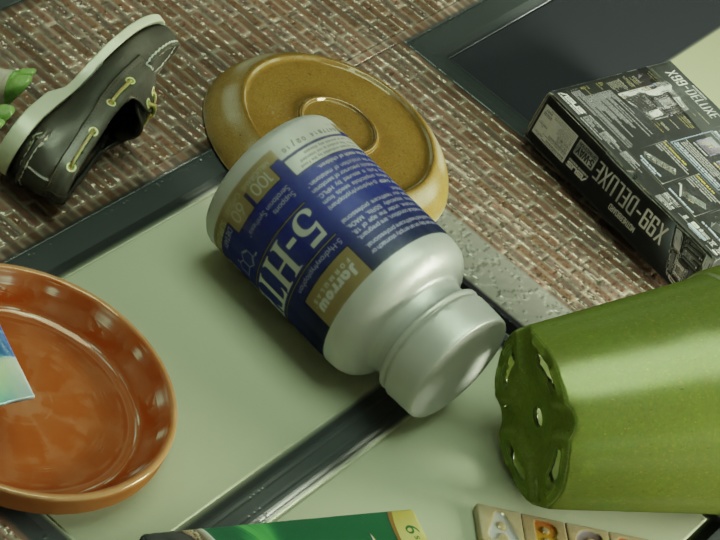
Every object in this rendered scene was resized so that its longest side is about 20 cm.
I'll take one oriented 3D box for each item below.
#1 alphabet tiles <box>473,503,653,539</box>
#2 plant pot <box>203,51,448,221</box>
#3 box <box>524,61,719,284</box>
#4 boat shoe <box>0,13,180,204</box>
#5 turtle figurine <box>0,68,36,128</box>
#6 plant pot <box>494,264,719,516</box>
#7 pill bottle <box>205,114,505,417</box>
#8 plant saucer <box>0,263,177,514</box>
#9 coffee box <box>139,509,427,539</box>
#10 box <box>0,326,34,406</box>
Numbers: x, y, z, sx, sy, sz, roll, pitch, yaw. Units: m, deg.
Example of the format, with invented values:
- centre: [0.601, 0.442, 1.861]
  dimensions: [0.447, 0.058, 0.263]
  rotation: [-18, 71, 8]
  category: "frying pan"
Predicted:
- centre: [0.175, 0.235, 1.733]
  dimensions: [0.199, 0.008, 0.168]
  rotation: [13, 40, -19]
  category: "alphabet tiles"
- centre: [-0.021, -0.101, 1.982]
  dimensions: [0.199, 0.028, 0.200]
  rotation: [17, 39, -14]
  category: "plant pot"
- centre: [0.251, -0.074, 2.089]
  dimensions: [0.157, 0.050, 0.200]
  rotation: [-17, 56, -44]
  category: "box"
- centre: [-0.181, -0.112, 1.861]
  dimensions: [0.061, 0.072, 0.201]
  rotation: [37, 45, 5]
  category: "boat shoe"
- centre: [-0.297, -0.186, 1.786]
  dimensions: [0.194, 0.200, 0.144]
  rotation: [42, -5, -15]
  category: "turtle figurine"
- centre: [0.198, 0.091, 1.791]
  dimensions: [0.189, 0.200, 0.200]
  rotation: [-7, 48, -20]
  category: "plant pot"
- centre: [0.000, 0.000, 1.800]
  dimensions: [0.200, 0.120, 0.120]
  rotation: [44, 40, 21]
  category: "pill bottle"
- centre: [-0.213, 0.076, 1.652]
  dimensions: [0.200, 0.032, 0.201]
  rotation: [17, 39, -14]
  category: "plant saucer"
- centre: [-0.033, 0.208, 1.602]
  dimensions: [0.199, 0.044, 0.123]
  rotation: [0, 46, -32]
  category: "coffee box"
- centre: [-0.307, 0.046, 1.573]
  dimensions: [0.199, 0.048, 0.122]
  rotation: [-15, 53, -21]
  category: "box"
